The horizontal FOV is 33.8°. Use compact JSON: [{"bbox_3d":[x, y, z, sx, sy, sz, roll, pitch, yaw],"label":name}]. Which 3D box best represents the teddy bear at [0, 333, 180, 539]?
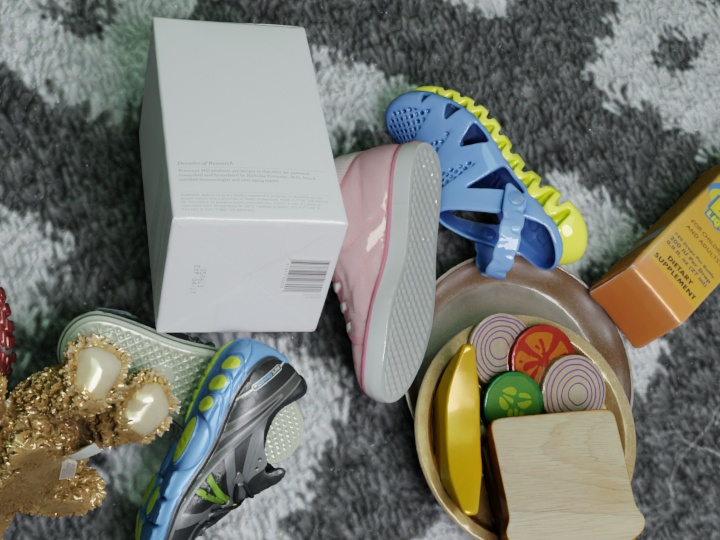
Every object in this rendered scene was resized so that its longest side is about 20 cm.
[{"bbox_3d":[-0.218,0.112,0.796,0.144,0.200,0.067,20,32,-41],"label":"teddy bear"}]

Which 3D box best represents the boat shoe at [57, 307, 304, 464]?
[{"bbox_3d":[-0.128,0.081,0.864,0.199,0.062,0.075,27,92,-23],"label":"boat shoe"}]

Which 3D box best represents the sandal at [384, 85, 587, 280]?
[{"bbox_3d":[0.088,-0.068,0.950,0.087,0.080,0.200,-35,71,-30],"label":"sandal"}]

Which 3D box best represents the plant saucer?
[{"bbox_3d":[0.124,0.086,0.955,0.198,0.032,0.202,5,72,-16],"label":"plant saucer"}]

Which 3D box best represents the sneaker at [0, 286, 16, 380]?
[{"bbox_3d":[-0.304,0.002,0.839,0.082,0.078,0.201,-26,75,-13],"label":"sneaker"}]

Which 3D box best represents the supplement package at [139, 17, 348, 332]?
[{"bbox_3d":[-0.091,-0.071,0.856,0.118,0.122,0.201,0,51,-16],"label":"supplement package"}]

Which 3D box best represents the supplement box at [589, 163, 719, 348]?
[{"bbox_3d":[0.281,-0.022,1.001,0.067,0.069,0.200,49,55,2],"label":"supplement box"}]

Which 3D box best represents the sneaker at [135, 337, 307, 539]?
[{"bbox_3d":[-0.098,0.147,0.821,0.082,0.071,0.201,26,93,-19],"label":"sneaker"}]

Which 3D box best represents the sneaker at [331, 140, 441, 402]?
[{"bbox_3d":[0.000,0.000,0.917,0.104,0.075,0.202,1,78,28],"label":"sneaker"}]

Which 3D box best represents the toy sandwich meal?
[{"bbox_3d":[0.134,0.126,0.892,0.203,0.070,0.207,5,73,-15],"label":"toy sandwich meal"}]
